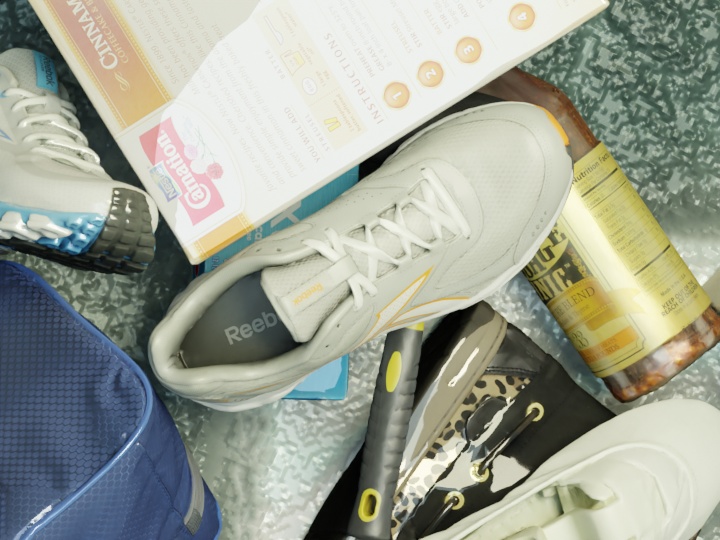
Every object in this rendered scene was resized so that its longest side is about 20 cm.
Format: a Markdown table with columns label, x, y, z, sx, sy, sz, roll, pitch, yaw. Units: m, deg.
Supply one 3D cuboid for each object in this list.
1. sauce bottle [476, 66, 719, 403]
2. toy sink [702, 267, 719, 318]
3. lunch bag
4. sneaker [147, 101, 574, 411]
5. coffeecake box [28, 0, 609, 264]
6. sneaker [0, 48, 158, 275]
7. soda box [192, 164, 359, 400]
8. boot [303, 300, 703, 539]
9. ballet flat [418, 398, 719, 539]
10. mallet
| label | x | y | z | sx | sy | sz | roll | pitch | yaw |
| --- | --- | --- | --- | --- | --- | --- | --- | --- | --- |
| sauce bottle | 0.084 | -0.037 | 1.228 | 0.066 | 0.066 | 0.200 | -36 | 91 | -2 |
| toy sink | 0.250 | 0.018 | 1.191 | 0.130 | 0.200 | 0.112 | -46 | 101 | -1 |
| lunch bag | -0.165 | 0.114 | 1.158 | 0.200 | 0.132 | 0.136 | -41 | 56 | -10 |
| sneaker | 0.000 | 0.000 | 1.124 | 0.200 | 0.092 | 0.076 | -34 | 88 | 9 |
| coffeecake box | -0.023 | -0.121 | 1.127 | 0.200 | 0.073 | 0.154 | -32 | 93 | 4 |
| sneaker | -0.141 | -0.050 | 1.137 | 0.075 | 0.200 | 0.087 | 21 | 85 | -35 |
| soda box | -0.036 | -0.047 | 1.210 | 0.068 | 0.064 | 0.201 | 2 | 98 | -8 |
| boot | 0.059 | 0.131 | 1.248 | 0.150 | 0.073 | 0.200 | 30 | 88 | -11 |
| ballet flat | 0.084 | 0.118 | 1.183 | 0.199 | 0.069 | 0.070 | -26 | 101 | -11 |
| mallet | 0.030 | 0.018 | 1.184 | 0.066 | 0.041 | 0.201 | 4 | 90 | 17 |
